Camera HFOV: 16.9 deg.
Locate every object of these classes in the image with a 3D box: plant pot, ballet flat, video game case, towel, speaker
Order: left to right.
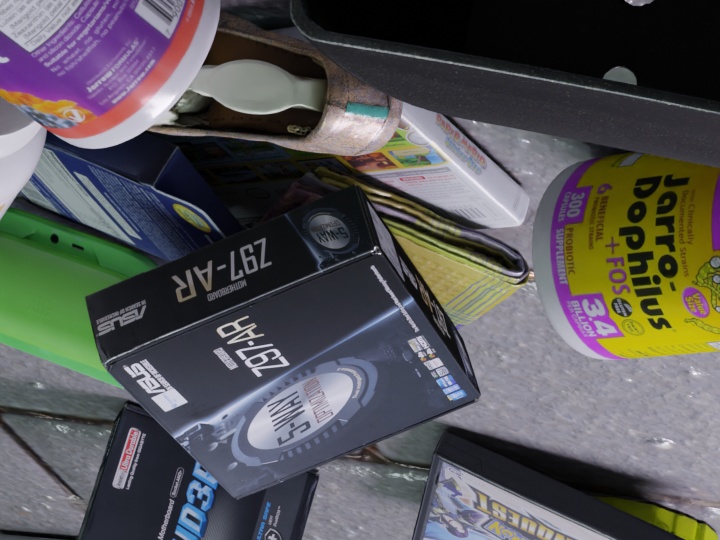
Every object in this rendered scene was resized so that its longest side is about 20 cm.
[{"bbox_3d":[-0.170,0.013,1.429,0.199,0.089,0.089,19,159,22],"label":"speaker"},{"bbox_3d":[-0.073,-0.096,1.182,0.199,0.069,0.067,7,-173,34],"label":"ballet flat"},{"bbox_3d":[-0.037,-0.069,1.306,0.199,0.023,0.182,-4,150,39],"label":"video game case"},{"bbox_3d":[0.000,0.000,1.380,0.143,0.023,0.200,21,157,-14],"label":"towel"},{"bbox_3d":[0.134,0.206,1.715,0.199,0.026,0.181,24,148,9],"label":"video game case"},{"bbox_3d":[0.102,-0.132,0.882,0.198,0.201,0.177,11,167,10],"label":"plant pot"}]

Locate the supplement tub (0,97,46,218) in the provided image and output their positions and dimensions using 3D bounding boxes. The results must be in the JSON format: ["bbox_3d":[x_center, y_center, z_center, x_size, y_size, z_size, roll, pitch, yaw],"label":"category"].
[{"bbox_3d":[-0.249,-0.062,1.259,0.144,0.145,0.200,23,137,-17],"label":"supplement tub"}]

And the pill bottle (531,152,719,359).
[{"bbox_3d":[0.189,-0.014,1.182,0.199,0.105,0.104,-8,147,42],"label":"pill bottle"}]

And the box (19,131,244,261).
[{"bbox_3d":[-0.133,-0.047,1.336,0.199,0.032,0.121,23,163,31],"label":"box"}]

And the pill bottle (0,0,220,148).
[{"bbox_3d":[-0.166,-0.149,1.094,0.111,0.112,0.200,-6,148,41],"label":"pill bottle"}]

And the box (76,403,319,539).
[{"bbox_3d":[-0.132,0.218,1.778,0.158,0.201,0.046,20,159,-8],"label":"box"}]

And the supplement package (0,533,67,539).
[{"bbox_3d":[-0.235,0.338,2.169,0.199,0.153,0.151,1,153,31],"label":"supplement package"}]

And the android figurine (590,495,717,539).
[{"bbox_3d":[0.197,0.214,1.765,0.181,0.041,0.200,12,158,10],"label":"android figurine"}]

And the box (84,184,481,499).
[{"bbox_3d":[-0.037,0.043,1.321,0.159,0.044,0.200,-22,149,8],"label":"box"}]
